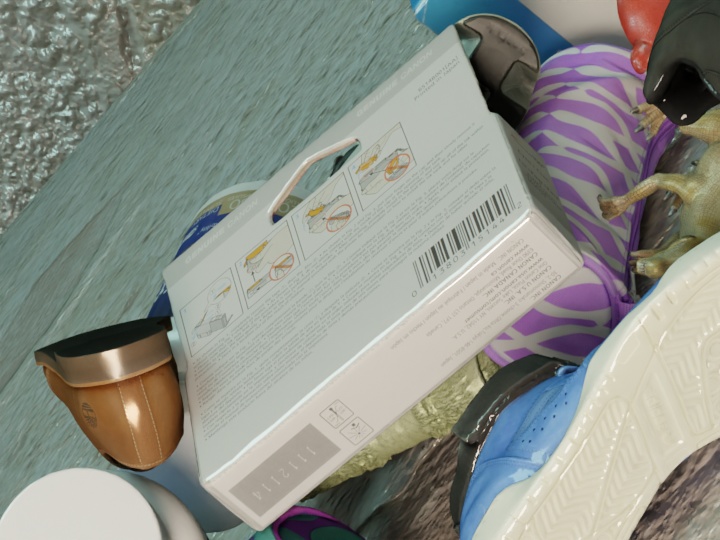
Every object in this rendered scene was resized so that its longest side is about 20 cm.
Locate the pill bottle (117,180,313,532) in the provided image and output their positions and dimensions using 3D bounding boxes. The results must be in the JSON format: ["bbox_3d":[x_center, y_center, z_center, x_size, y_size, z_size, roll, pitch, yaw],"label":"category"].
[{"bbox_3d":[-0.069,0.048,1.459,0.111,0.111,0.201,-43,16,35],"label":"pill bottle"}]

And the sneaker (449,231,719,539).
[{"bbox_3d":[0.107,0.047,1.078,0.200,0.076,0.111,-54,19,10],"label":"sneaker"}]

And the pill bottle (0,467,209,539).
[{"bbox_3d":[-0.122,0.163,1.317,0.113,0.112,0.200,-56,-16,-15],"label":"pill bottle"}]

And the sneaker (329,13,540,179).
[{"bbox_3d":[0.022,-0.040,1.329,0.200,0.074,0.089,-51,3,6],"label":"sneaker"}]

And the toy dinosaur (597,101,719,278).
[{"bbox_3d":[0.174,-0.056,1.214,0.101,0.058,0.201,-4,45,51],"label":"toy dinosaur"}]

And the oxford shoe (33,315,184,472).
[{"bbox_3d":[-0.120,0.063,1.306,0.071,0.072,0.200,-17,6,-4],"label":"oxford shoe"}]

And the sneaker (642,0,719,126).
[{"bbox_3d":[0.198,-0.096,1.126,0.200,0.076,0.091,0,60,58],"label":"sneaker"}]

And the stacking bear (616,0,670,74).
[{"bbox_3d":[0.202,-0.174,1.281,0.200,0.113,0.122,-50,12,30],"label":"stacking bear"}]

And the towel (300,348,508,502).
[{"bbox_3d":[0.019,0.022,1.348,0.148,0.037,0.201,-27,34,25],"label":"towel"}]

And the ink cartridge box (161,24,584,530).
[{"bbox_3d":[0.000,0.000,1.236,0.200,0.045,0.177,-40,31,15],"label":"ink cartridge box"}]

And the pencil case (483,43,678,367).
[{"bbox_3d":[0.107,-0.032,1.290,0.085,0.084,0.201,-5,36,17],"label":"pencil case"}]

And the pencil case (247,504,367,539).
[{"bbox_3d":[-0.063,0.208,1.227,0.200,0.092,0.085,-51,-24,11],"label":"pencil case"}]

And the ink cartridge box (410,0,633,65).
[{"bbox_3d":[0.140,-0.189,1.435,0.200,0.144,0.147,-49,14,15],"label":"ink cartridge box"}]
